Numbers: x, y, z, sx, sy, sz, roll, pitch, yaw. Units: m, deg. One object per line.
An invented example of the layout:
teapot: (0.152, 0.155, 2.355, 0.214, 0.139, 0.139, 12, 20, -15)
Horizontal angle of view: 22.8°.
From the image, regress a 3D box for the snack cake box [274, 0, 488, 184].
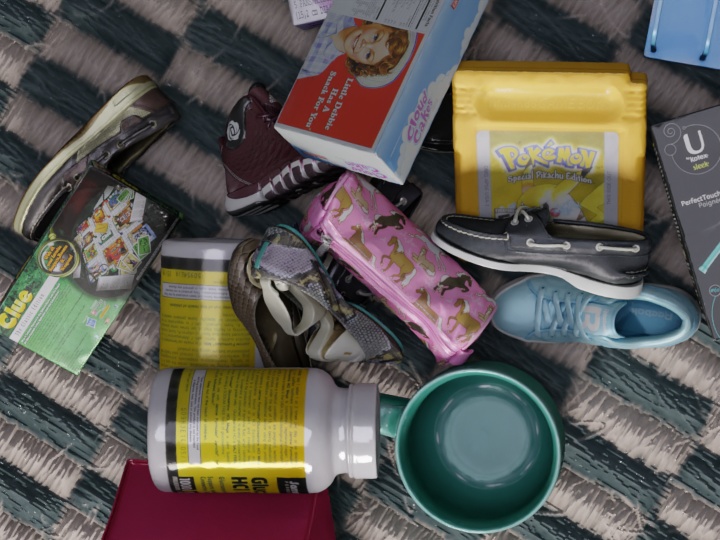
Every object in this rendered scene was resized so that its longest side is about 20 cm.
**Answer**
snack cake box: (0.021, -0.188, 1.594, 0.115, 0.067, 0.200, 18, 77, 31)

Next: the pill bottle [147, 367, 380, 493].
pill bottle: (-0.084, 0.143, 1.596, 0.200, 0.112, 0.113, 0, 93, 4)

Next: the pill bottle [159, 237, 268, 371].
pill bottle: (-0.135, 0.071, 1.705, 0.114, 0.114, 0.200, 2, 93, 9)

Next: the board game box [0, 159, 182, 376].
board game box: (-0.268, -0.001, 1.735, 0.105, 0.023, 0.200, 31, 108, -17)

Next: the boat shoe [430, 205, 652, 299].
boat shoe: (0.166, -0.030, 1.630, 0.200, 0.076, 0.060, 12, 113, 0)

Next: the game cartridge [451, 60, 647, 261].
game cartridge: (0.173, -0.096, 1.643, 0.176, 0.032, 0.200, 1, 123, 9)

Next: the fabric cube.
fabric cube: (-0.127, 0.306, 1.640, 0.200, 0.196, 0.199, -2, 122, 9)

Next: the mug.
mug: (0.104, 0.148, 1.670, 0.152, 0.114, 0.185, -41, 85, 9)

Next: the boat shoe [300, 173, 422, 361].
boat shoe: (0.000, 0.000, 1.701, 0.063, 0.073, 0.200, 22, 91, 11)

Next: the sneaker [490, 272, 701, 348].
sneaker: (0.216, 0.036, 1.662, 0.200, 0.082, 0.074, -2, 92, 9)

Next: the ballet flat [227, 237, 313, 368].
ballet flat: (-0.072, 0.065, 1.652, 0.046, 0.067, 0.200, 10, 119, 51)

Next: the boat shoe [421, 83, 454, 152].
boat shoe: (0.133, -0.154, 1.677, 0.201, 0.063, 0.074, -8, 93, 11)

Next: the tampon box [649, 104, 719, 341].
tampon box: (0.359, -0.055, 1.611, 0.150, 0.126, 0.200, -16, 89, 9)

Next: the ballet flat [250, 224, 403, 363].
ballet flat: (-0.037, 0.042, 1.627, 0.072, 0.072, 0.200, -35, 126, 9)

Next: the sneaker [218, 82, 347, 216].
sneaker: (-0.062, -0.133, 1.684, 0.200, 0.076, 0.116, -22, 81, 30)

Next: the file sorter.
file sorter: (0.365, -0.246, 1.603, 0.200, 0.123, 0.139, 11, 95, 8)

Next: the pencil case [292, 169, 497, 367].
pencil case: (0.035, -0.001, 1.637, 0.200, 0.083, 0.087, 41, 77, -10)

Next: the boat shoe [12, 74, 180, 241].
boat shoe: (-0.257, -0.099, 1.737, 0.065, 0.073, 0.200, 43, 98, 10)

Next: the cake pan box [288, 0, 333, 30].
cake pan box: (0.009, -0.336, 1.693, 0.200, 0.052, 0.184, -10, 89, 10)
